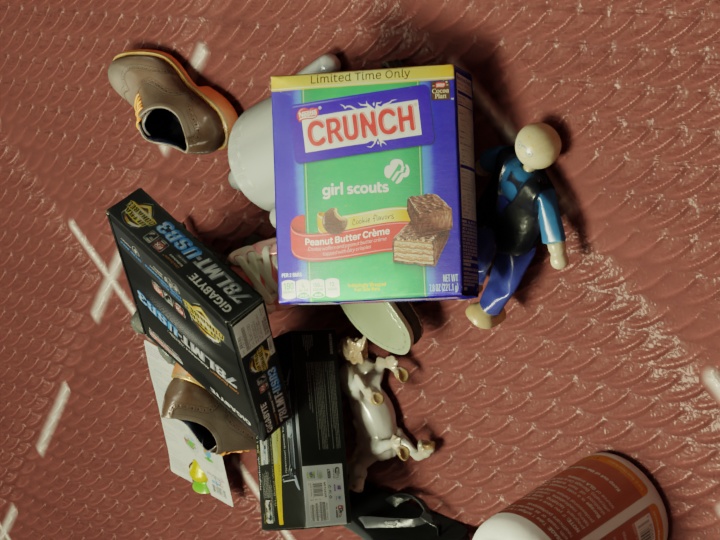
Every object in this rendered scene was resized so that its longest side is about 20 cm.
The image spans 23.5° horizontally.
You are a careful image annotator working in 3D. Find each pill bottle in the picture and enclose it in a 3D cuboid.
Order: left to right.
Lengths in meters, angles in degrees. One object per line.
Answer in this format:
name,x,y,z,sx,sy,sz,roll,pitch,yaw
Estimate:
pill bottle,0.168,0.248,1.517,0.112,0.199,0.113,28,131,39

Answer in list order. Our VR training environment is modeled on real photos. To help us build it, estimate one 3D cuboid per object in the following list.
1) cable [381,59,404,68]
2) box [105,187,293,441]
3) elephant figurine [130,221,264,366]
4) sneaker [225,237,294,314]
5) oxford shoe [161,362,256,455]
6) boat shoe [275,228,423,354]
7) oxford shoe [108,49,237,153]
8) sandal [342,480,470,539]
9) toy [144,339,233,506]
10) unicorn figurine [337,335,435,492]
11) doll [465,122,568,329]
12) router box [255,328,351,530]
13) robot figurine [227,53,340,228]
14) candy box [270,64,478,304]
cable,0.042,-0.089,1.592,0.097,0.050,0.201,-118,12,-69
box,-0.157,0.045,1.693,0.200,0.050,0.199,40,154,31
elephant figurine,-0.152,0.021,1.856,0.155,0.142,0.200,47,149,-10
sneaker,-0.058,0.000,1.637,0.200,0.104,0.076,-14,96,52
oxford shoe,-0.141,0.176,1.903,0.200,0.073,0.071,35,158,-30
boat shoe,0.000,0.000,1.703,0.201,0.060,0.072,46,140,25
oxford shoe,-0.217,-0.181,1.848,0.199,0.073,0.072,30,132,39
sandal,0.031,0.257,1.802,0.199,0.076,0.043,16,126,47
toy,-0.193,0.176,2.064,0.115,0.047,0.201,24,131,38
unicorn figurine,0.014,0.159,1.783,0.137,0.073,0.202,3,98,61
doll,0.135,-0.044,1.518,0.137,0.048,0.201,50,136,35
router box,-0.065,0.170,1.808,0.157,0.052,0.202,156,110,-68
robot figurine,-0.051,-0.120,1.651,0.200,0.112,0.171,-20,61,54
candy box,0.014,-0.073,1.512,0.168,0.077,0.202,-3,86,14
